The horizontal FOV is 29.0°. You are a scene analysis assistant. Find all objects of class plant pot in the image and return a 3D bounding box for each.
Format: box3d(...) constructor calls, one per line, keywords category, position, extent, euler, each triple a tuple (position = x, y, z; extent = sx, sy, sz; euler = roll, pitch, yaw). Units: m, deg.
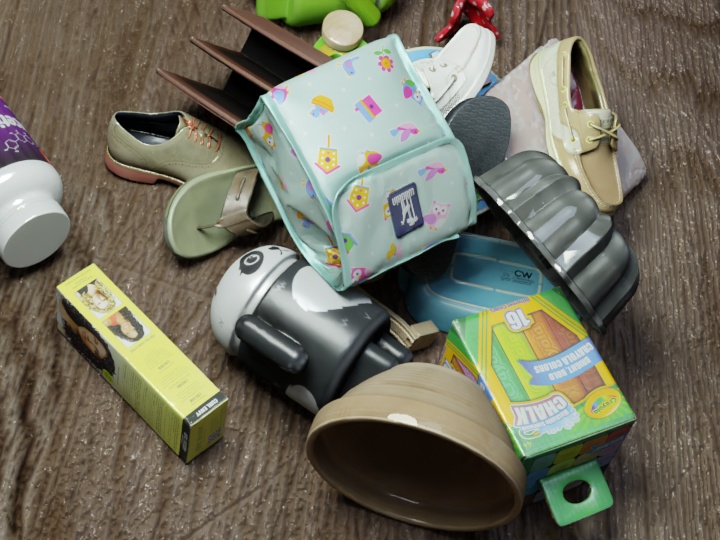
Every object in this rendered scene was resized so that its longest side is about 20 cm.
box3d(category="plant pot", position=(0.058, 0.148, 1.252), extent=(0.199, 0.201, 0.093), euler=(17, 57, 3))

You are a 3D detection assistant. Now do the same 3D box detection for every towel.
box3d(category="towel", position=(0.213, -0.137, 1.522), extent=(0.191, 0.032, 0.200), euler=(53, 49, -3))

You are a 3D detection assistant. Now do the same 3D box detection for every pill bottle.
box3d(category="pill bottle", position=(-0.377, -0.100, 1.411), extent=(0.112, 0.113, 0.200), euler=(-29, 65, -26))

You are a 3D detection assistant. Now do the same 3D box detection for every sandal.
box3d(category="sandal", position=(-0.115, -0.073, 1.449), extent=(0.200, 0.057, 0.080), euler=(-24, 105, -24))
box3d(category="sandal", position=(0.088, -0.091, 1.425), extent=(0.076, 0.043, 0.201), euler=(28, 88, -25))

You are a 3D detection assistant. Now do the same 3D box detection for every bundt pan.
box3d(category="bundt pan", position=(0.199, -0.037, 1.354), extent=(0.076, 0.202, 0.202), euler=(-39, 66, 3))

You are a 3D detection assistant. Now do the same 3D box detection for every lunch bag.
box3d(category="lunch bag", position=(0.004, -0.097, 1.324), extent=(0.170, 0.122, 0.201), euler=(-27, 85, -27))

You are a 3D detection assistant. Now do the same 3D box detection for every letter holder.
box3d(category="letter holder", position=(-0.100, -0.199, 1.467), extent=(0.200, 0.101, 0.142), euler=(35, 15, 31))

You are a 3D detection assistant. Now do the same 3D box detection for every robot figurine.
box3d(category="robot figurine", position=(-0.049, 0.059, 1.344), extent=(0.199, 0.150, 0.125), euler=(33, 70, 13))
box3d(category="robot figurine", position=(-0.034, -0.353, 1.640), extent=(0.199, 0.116, 0.176), euler=(-11, 51, -17))

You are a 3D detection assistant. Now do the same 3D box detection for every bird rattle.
box3d(category="bird rattle", position=(0.115, -0.376, 1.664), extent=(0.112, 0.164, 0.201), euler=(1, 44, 14))

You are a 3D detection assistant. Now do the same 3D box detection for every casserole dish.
box3d(category="casserole dish", position=(0.139, 0.015, 1.461), extent=(0.198, 0.039, 0.122), euler=(13, 55, -1))

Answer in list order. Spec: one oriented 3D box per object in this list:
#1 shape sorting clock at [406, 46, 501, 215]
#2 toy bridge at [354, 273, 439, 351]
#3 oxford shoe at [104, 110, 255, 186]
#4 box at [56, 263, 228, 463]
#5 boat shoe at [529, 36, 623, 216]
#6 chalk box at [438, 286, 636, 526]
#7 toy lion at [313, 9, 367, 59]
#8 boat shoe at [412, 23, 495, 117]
box3d(category="shape sorting clock", position=(0.084, -0.150, 1.512), extent=(0.198, 0.039, 0.202), euler=(4, 73, -14))
box3d(category="toy bridge", position=(0.000, 0.000, 1.436), extent=(0.067, 0.027, 0.200), euler=(-12, 58, -44))
box3d(category="oxford shoe", position=(-0.174, -0.128, 1.485), extent=(0.198, 0.075, 0.071), euler=(4, 54, -8))
box3d(category="box", position=(-0.212, 0.088, 1.332), extent=(0.200, 0.075, 0.050), euler=(41, 57, 20))
box3d(category="boat shoe", position=(0.239, -0.155, 1.485), extent=(0.074, 0.066, 0.201), euler=(-9, 75, -39))
box3d(category="chalk box", position=(0.171, 0.142, 1.324), extent=(0.124, 0.124, 0.201), euler=(-17, 60, -19))
box3d(category="toy lion", position=(0.020, -0.174, 1.561), extent=(0.199, 0.069, 0.193), euler=(23, 63, 3))
box3d(category="boat shoe", position=(0.073, -0.190, 1.455), extent=(0.069, 0.071, 0.201), euler=(43, 67, -28))
